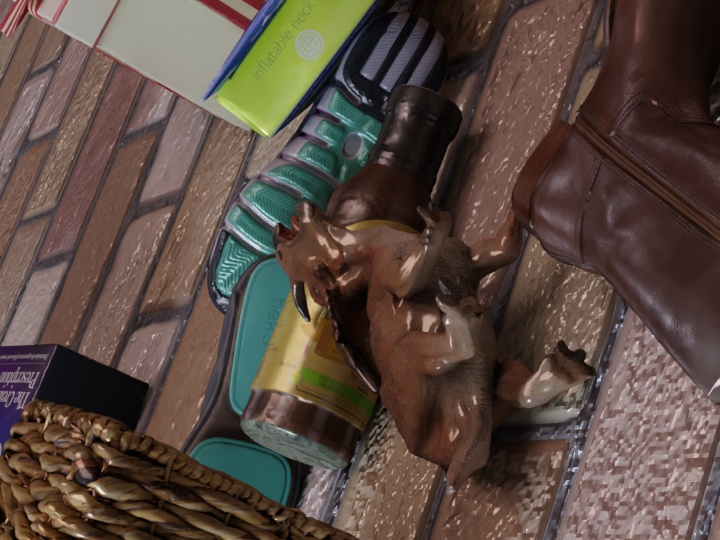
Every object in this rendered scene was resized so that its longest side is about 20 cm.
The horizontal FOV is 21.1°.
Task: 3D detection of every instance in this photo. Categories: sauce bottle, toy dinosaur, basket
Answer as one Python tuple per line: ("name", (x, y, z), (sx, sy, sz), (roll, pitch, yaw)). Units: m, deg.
("sauce bottle", (0.000, 0.000, 0.998), (0.065, 0.064, 0.202), (-7, 60, 62))
("toy dinosaur", (0.030, 0.038, 0.882), (0.136, 0.085, 0.201), (-51, 38, 38))
("basket", (-0.083, 0.161, 0.826), (0.142, 0.199, 0.150), (1, 66, 62))

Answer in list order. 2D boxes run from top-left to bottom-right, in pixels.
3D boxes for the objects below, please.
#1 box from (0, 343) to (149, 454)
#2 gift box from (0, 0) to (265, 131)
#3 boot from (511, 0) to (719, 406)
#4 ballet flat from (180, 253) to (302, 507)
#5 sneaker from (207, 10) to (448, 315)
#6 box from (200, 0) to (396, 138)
("box", (-0.237, 0.129, 1.330), (0.200, 0.078, 0.142), (-7, 61, 62))
("gift box", (-0.145, -0.215, 1.370), (0.186, 0.186, 0.200), (-63, 25, -3))
("boot", (0.150, -0.058, 0.764), (0.188, 0.064, 0.200), (-63, 24, 9))
("ballet flat", (-0.060, 0.090, 1.037), (0.073, 0.073, 0.202), (-7, 65, 62))
("sneaker", (-0.016, -0.056, 1.112), (0.201, 0.074, 0.088), (-54, 6, 4))
("box", (-0.017, -0.151, 1.122), (0.122, 0.048, 0.200), (-52, 1, 22))
